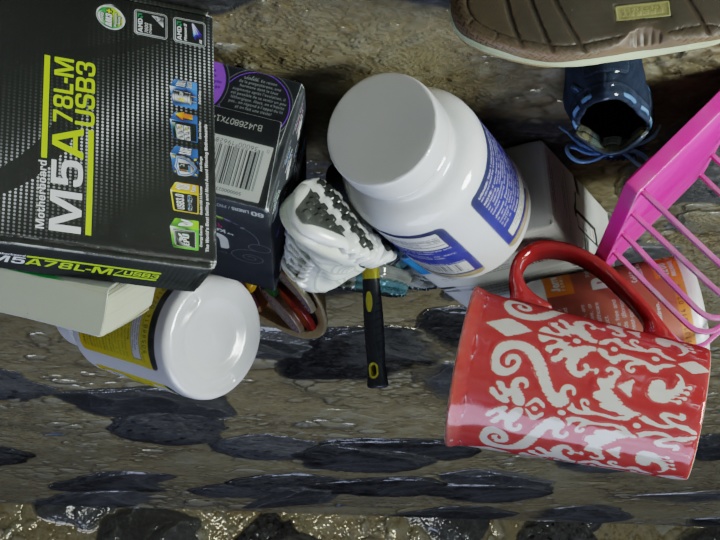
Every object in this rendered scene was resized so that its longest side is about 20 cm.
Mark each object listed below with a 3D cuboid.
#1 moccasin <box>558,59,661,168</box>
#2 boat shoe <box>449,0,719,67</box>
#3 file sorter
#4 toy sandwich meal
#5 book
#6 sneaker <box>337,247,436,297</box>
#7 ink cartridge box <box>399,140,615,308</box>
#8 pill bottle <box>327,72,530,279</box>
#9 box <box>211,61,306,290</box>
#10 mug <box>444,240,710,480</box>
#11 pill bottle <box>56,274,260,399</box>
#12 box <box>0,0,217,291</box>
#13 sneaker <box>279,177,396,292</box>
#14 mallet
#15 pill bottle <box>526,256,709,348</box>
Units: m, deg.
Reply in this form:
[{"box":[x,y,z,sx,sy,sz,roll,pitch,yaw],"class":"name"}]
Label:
[{"box":[0.184,-0.118,1.109,0.080,0.069,0.200,-6,161,17],"class":"moccasin"},{"box":[0.154,-0.165,0.976,0.197,0.073,0.076,1,174,-7],"class":"boat shoe"},{"box":[0.287,-0.038,1.168,0.139,0.125,0.200,-42,166,-12],"class":"file sorter"},{"box":[-0.121,0.010,1.364,0.204,0.070,0.206,34,157,16],"class":"toy sandwich meal"},{"box":[-0.225,0.004,1.028,0.132,0.049,0.200,12,-173,0],"class":"book"},{"box":[0.039,-0.027,1.372,0.077,0.087,0.200,12,-172,12],"class":"sneaker"},{"box":[0.137,-0.032,1.335,0.145,0.085,0.200,-13,159,22],"class":"ink cartridge box"},{"box":[0.053,-0.076,1.150,0.118,0.121,0.200,-8,161,21],"class":"pill bottle"},{"box":[-0.112,-0.073,1.139,0.121,0.107,0.200,14,163,3],"class":"box"},{"box":[0.181,0.077,1.185,0.198,0.180,0.133,12,-170,10],"class":"mug"},{"box":[-0.192,0.045,1.314,0.199,0.113,0.111,11,174,45],"class":"pill bottle"},{"box":[-0.191,-0.095,0.954,0.191,0.202,0.047,10,153,-25],"class":"box"},{"box":[-0.029,-0.018,1.143,0.081,0.076,0.200,-35,167,7],"class":"sneaker"},{"box":[0.000,0.000,1.264,0.065,0.203,0.041,2,178,27],"class":"mallet"},{"box":[0.205,0.057,1.307,0.198,0.113,0.112,-10,161,3],"class":"pill bottle"}]
